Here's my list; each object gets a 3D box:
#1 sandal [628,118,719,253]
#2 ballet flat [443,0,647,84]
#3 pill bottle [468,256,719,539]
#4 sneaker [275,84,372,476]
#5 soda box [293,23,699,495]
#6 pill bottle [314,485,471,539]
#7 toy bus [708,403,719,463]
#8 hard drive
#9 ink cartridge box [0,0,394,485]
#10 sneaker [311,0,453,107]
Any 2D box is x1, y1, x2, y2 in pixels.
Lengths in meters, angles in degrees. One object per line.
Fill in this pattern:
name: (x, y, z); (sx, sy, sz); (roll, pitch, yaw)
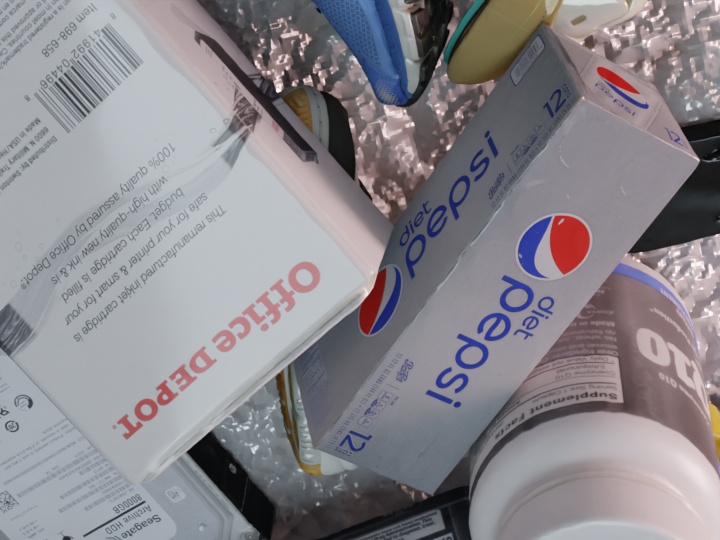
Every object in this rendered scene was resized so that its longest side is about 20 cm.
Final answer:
sandal: (0.195, -0.044, 0.902); (0.198, 0.045, 0.076); (-17, 118, 13)
ballet flat: (0.107, -0.142, 0.830); (0.063, 0.069, 0.201); (40, 118, 10)
pill bottle: (0.104, 0.088, 0.895); (0.112, 0.201, 0.115); (1, 122, 2)
sneaker: (0.000, 0.000, 0.936); (0.087, 0.076, 0.202); (-11, 123, -10)
soda box: (0.054, -0.001, 0.857); (0.068, 0.064, 0.201); (23, 117, -27)
pill bottle: (0.025, 0.174, 0.999); (0.198, 0.107, 0.107); (-20, 118, 3)
toy bus: (0.230, 0.177, 0.949); (0.198, 0.193, 0.137); (16, 119, -8)
hard drive: (-0.155, 0.096, 1.011); (0.139, 0.038, 0.200); (-30, 116, 19)
ink cartridge box: (-0.103, -0.035, 0.832); (0.144, 0.084, 0.200); (-40, 97, 17)
sneaker: (-0.027, -0.157, 0.841); (0.088, 0.079, 0.201); (-19, 112, 26)
